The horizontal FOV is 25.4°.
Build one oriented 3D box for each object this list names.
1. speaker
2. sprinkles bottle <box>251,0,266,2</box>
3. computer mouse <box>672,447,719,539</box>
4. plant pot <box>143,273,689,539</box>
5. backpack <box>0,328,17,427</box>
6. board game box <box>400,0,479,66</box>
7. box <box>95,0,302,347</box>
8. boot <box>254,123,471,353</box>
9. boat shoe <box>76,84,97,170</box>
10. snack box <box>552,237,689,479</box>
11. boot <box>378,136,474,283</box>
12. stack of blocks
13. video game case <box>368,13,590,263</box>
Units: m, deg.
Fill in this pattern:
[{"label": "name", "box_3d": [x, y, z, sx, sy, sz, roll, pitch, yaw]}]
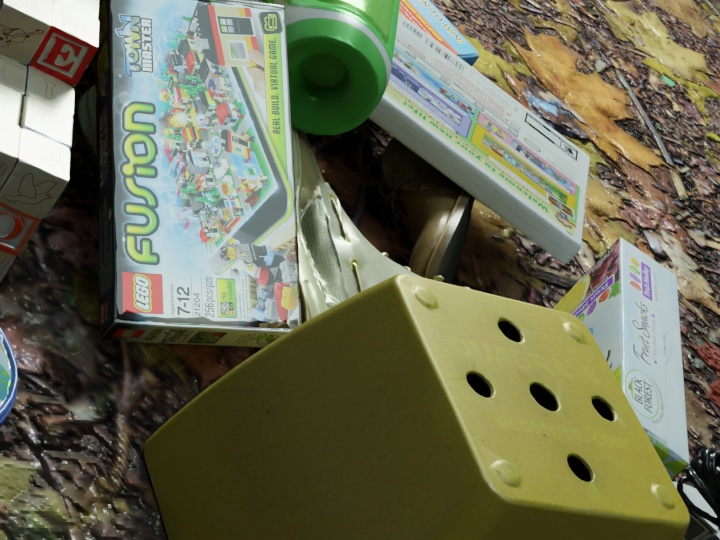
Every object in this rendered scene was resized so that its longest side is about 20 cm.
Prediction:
[{"label": "speaker", "box_3d": [-0.016, -0.177, 1.058, 0.088, 0.089, 0.201, 29, 37, -17]}, {"label": "sprinkles bottle", "box_3d": [-0.089, -0.176, 1.099, 0.200, 0.068, 0.069, 38, 25, -36]}, {"label": "computer mouse", "box_3d": [0.205, 0.152, 0.948, 0.110, 0.044, 0.200, 47, -10, -1]}, {"label": "plant pot", "box_3d": [0.039, 0.118, 0.787, 0.199, 0.177, 0.201, 13, 39, -37]}, {"label": "backpack", "box_3d": [-0.234, 0.029, 0.625, 0.183, 0.147, 0.200, 48, 23, 13]}, {"label": "board game box", "box_3d": [-0.029, -0.217, 1.285, 0.200, 0.056, 0.195, 50, 31, 17]}, {"label": "box", "box_3d": [-0.093, -0.058, 0.904, 0.109, 0.035, 0.202, 3, 72, -23]}, {"label": "boot", "box_3d": [0.000, 0.000, 1.009, 0.154, 0.072, 0.201, 19, 41, -31]}, {"label": "boat shoe", "box_3d": [-0.112, -0.053, 0.958, 0.071, 0.066, 0.202, 10, 42, -45]}, {"label": "snack box", "box_3d": [0.132, 0.087, 0.968, 0.053, 0.142, 0.200, 32, 31, -11]}, {"label": "boot", "box_3d": [0.043, -0.042, 1.137, 0.075, 0.074, 0.200, 17, 28, 0]}, {"label": "stack of blocks", "box_3d": [-0.195, -0.100, 0.880, 0.058, 0.115, 0.201, 24, 34, -25]}, {"label": "video game case", "box_3d": [0.081, -0.103, 1.162, 0.199, 0.022, 0.182, 36, 25, -7]}]
